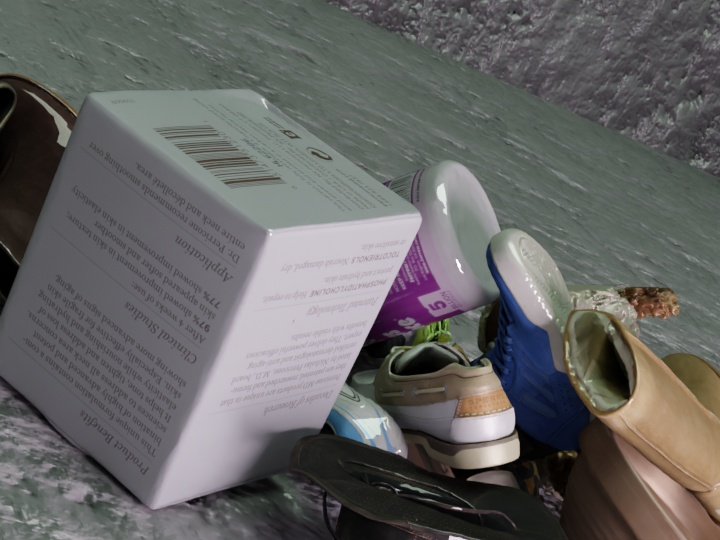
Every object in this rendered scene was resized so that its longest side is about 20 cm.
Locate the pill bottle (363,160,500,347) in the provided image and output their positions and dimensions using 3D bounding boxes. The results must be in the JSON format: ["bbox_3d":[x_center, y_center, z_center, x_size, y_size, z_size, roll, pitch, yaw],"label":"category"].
[{"bbox_3d":[0.000,0.000,1.417,0.112,0.199,0.113,45,34,-44],"label":"pill bottle"}]

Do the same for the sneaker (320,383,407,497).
[{"bbox_3d":[-0.042,0.097,1.332,0.072,0.072,0.200,-17,28,-24],"label":"sneaker"}]

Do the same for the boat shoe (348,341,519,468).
[{"bbox_3d":[0.048,0.083,1.312,0.074,0.069,0.200,-11,10,-27],"label":"boat shoe"}]

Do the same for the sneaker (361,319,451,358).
[{"bbox_3d":[0.039,0.034,1.556,0.076,0.076,0.200,0,1,-3],"label":"sneaker"}]

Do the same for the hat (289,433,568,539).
[{"bbox_3d":[0.034,0.169,1.163,0.199,0.082,0.201,16,5,-1],"label":"hat"}]

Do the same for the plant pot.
[{"bbox_3d":[0.198,0.201,1.300,0.201,0.093,0.201,48,9,-11],"label":"plant pot"}]

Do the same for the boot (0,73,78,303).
[{"bbox_3d":[-0.242,-0.059,1.371,0.201,0.072,0.166,56,19,6],"label":"boot"}]

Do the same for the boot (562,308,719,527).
[{"bbox_3d":[0.206,0.080,1.330,0.200,0.066,0.176,40,16,-39],"label":"boot"}]

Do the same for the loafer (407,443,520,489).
[{"bbox_3d":[0.079,0.155,1.353,0.072,0.063,0.200,17,18,-40],"label":"loafer"}]

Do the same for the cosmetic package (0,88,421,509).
[{"bbox_3d":[-0.101,0.011,1.197,0.167,0.201,0.166,37,24,25],"label":"cosmetic package"}]

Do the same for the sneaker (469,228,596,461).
[{"bbox_3d":[0.109,0.063,1.357,0.200,0.111,0.077,54,24,-37],"label":"sneaker"}]

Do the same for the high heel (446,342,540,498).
[{"bbox_3d":[0.087,0.132,1.517,0.143,0.071,0.200,57,-3,-1],"label":"high heel"}]

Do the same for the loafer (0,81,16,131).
[{"bbox_3d":[-0.294,-0.075,1.290,0.062,0.072,0.201,-5,37,17],"label":"loafer"}]

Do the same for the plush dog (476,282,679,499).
[{"bbox_3d":[0.174,0.099,1.519,0.159,0.173,0.200,0,3,1],"label":"plush dog"}]
